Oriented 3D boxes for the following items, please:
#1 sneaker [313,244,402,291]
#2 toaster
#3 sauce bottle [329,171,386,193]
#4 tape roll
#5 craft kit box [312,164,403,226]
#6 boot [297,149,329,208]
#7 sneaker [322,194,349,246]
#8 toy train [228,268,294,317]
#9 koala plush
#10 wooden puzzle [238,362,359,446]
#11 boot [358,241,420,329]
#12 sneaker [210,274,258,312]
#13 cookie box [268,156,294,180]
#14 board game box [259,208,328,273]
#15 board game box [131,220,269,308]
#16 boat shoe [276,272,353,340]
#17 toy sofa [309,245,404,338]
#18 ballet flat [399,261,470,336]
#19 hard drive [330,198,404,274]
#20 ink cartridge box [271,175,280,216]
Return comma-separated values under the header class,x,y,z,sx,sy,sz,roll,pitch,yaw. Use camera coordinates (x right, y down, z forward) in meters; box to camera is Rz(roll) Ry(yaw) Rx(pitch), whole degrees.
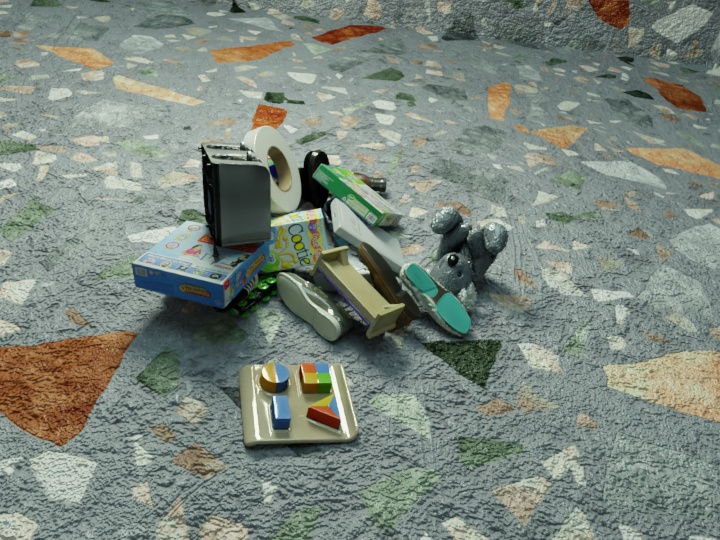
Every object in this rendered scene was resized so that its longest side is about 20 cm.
class,x,y,z,sx,sy,sz,roll,pitch,yaw
sneaker,0.000,0.000,1.534,0.198,0.076,0.115,9,37,4
toaster,-0.252,-0.147,1.353,0.118,0.202,0.181,-5,24,-18
sauce bottle,-0.028,-0.239,1.873,0.198,0.066,0.066,3,35,-12
tape roll,-0.198,-0.224,1.536,0.037,0.204,0.203,-15,29,21
craft kit box,-0.002,-0.185,1.704,0.200,0.049,0.197,40,12,12
boot,-0.165,-0.248,1.745,0.157,0.212,0.080,23,59,12
sneaker,-0.050,-0.152,1.695,0.079,0.096,0.201,-28,36,11
toy train,-0.215,0.039,1.466,0.056,0.042,0.200,15,34,27
koala plush,0.220,-0.005,1.550,0.176,0.184,0.201,20,58,15
wooden puzzle,-0.113,0.227,1.219,0.198,0.047,0.186,-1,37,-14
boot,0.041,0.033,1.434,0.201,0.075,0.074,58,25,9
sneaker,-0.316,0.034,1.379,0.199,0.076,0.116,-4,24,6
cookie box,-0.255,-0.185,1.653,0.075,0.172,0.200,26,38,29
board game box,-0.174,-0.063,1.501,0.198,0.104,0.105,-10,17,-4
board game box,-0.312,-0.017,1.355,0.199,0.056,0.196,12,32,16
boat shoe,-0.098,0.068,1.425,0.060,0.072,0.201,-24,53,-40
toy sofa,-0.014,0.051,1.395,0.083,0.098,0.200,-16,55,-48
ballet flat,0.160,0.064,1.475,0.200,0.072,0.072,49,44,5
hard drive,0.017,-0.080,1.602,0.199,0.027,0.132,32,26,-25
ink cartridge box,-0.234,-0.166,1.585,0.042,0.120,0.200,22,-7,33
